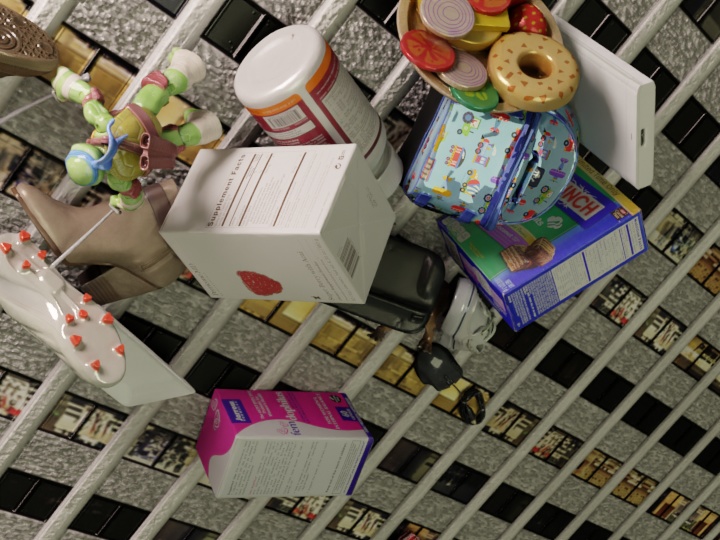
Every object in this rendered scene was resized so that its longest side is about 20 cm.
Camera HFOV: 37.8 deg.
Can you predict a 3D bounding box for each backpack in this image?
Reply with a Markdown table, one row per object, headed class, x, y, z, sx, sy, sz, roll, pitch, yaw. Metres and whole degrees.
| class | x | y | z | sx | sy | sz | roll | pitch | yaw |
| --- | --- | --- | --- | --- | --- | --- | --- | --- | --- |
| backpack | 0.159 | -0.132 | 1.210 | 0.199 | 0.135 | 0.184 | 23 | 110 | -14 |

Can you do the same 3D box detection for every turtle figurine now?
| class | x | y | z | sx | sy | sz | roll | pitch | yaw |
| --- | --- | --- | --- | --- | --- | --- | --- | --- | --- |
| turtle figurine | -0.244 | -0.136 | 1.039 | 0.194 | 0.144 | 0.200 | -39 | -177 | -42 |

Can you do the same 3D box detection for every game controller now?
| class | x | y | z | sx | sy | sz | roll | pitch | yaw |
| --- | --- | --- | --- | --- | --- | --- | --- | --- | --- |
| game controller | 0.000 | 0.000 | 1.253 | 0.198 | 0.042 | 0.105 | 20 | 85 | -5 |

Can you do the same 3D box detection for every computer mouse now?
| class | x | y | z | sx | sy | sz | roll | pitch | yaw |
| --- | --- | --- | --- | --- | --- | --- | --- | --- | --- |
| computer mouse | 0.135 | 0.170 | 1.504 | 0.059 | 0.034 | 0.200 | -40 | 131 | 1 |

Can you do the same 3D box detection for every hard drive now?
| class | x | y | z | sx | sy | sz | roll | pitch | yaw |
| --- | --- | --- | --- | --- | --- | --- | --- | --- | --- |
| hard drive | 0.270 | -0.197 | 1.212 | 0.026 | 0.200 | 0.133 | -21 | 129 | -13 |

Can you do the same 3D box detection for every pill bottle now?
| class | x | y | z | sx | sy | sz | roll | pitch | yaw |
| --- | --- | --- | --- | --- | --- | --- | --- | --- | --- |
| pill bottle | -0.039 | -0.157 | 1.136 | 0.109 | 0.110 | 0.200 | -39 | 131 | 2 |

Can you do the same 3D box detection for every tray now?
| class | x | y | z | sx | sy | sz | roll | pitch | yaw |
| --- | --- | --- | --- | --- | --- | --- | --- | --- | --- |
| tray | -0.284 | 0.095 | 1.209 | 0.107 | 0.022 | 0.200 | -14 | 140 | 22 |

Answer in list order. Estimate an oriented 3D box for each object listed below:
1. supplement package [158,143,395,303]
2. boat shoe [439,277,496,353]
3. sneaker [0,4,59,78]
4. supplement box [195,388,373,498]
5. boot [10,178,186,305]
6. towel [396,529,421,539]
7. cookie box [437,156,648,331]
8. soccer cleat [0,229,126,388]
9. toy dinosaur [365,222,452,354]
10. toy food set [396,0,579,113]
| class | x | y | z | sx | sy | sz | roll | pitch | yaw |
| --- | --- | --- | --- | --- | --- | --- | --- | --- | --- |
| supplement package | -0.085 | -0.048 | 1.109 | 0.122 | 0.198 | 0.120 | 57 | 44 | -45 |
| boat shoe | 0.144 | 0.061 | 1.355 | 0.200 | 0.066 | 0.074 | 78 | 32 | -77 |
| sneaker | -0.381 | -0.207 | 0.963 | 0.199 | 0.071 | 0.076 | 12 | 136 | -31 |
| supplement box | -0.100 | 0.226 | 1.374 | 0.199 | 0.101 | 0.104 | 4 | 119 | -30 |
| boot | -0.258 | -0.052 | 1.124 | 0.146 | 0.070 | 0.201 | -33 | 136 | -6 |
| towel | 0.075 | 0.507 | 1.713 | 0.144 | 0.023 | 0.200 | -38 | 129 | 3 |
| cookie box | 0.226 | -0.046 | 1.315 | 0.199 | 0.171 | 0.075 | -31 | 134 | -6 |
| soccer cleat | -0.319 | 0.047 | 1.098 | 0.069 | 0.200 | 0.078 | -36 | 173 | -49 |
| toy dinosaur | 0.067 | 0.023 | 1.339 | 0.199 | 0.086 | 0.136 | 18 | 105 | -42 |
| toy food set | 0.130 | -0.251 | 1.117 | 0.196 | 0.202 | 0.049 | 0 | 156 | -17 |
